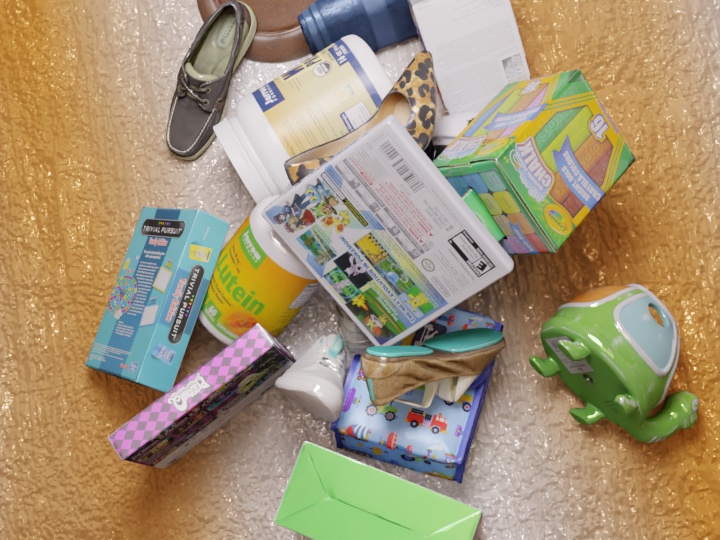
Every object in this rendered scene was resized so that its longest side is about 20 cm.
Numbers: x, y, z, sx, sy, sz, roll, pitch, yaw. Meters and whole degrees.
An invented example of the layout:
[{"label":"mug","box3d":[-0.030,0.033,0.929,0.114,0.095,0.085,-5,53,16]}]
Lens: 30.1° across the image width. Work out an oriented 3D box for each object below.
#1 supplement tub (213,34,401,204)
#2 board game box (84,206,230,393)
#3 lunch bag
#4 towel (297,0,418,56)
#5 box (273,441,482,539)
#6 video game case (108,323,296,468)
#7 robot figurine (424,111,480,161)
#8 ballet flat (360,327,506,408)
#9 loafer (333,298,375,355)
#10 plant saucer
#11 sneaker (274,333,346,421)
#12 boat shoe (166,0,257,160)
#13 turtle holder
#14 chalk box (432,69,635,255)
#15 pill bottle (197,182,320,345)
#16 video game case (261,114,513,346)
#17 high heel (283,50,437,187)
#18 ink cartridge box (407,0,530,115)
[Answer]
[{"label":"supplement tub","box3d":[-0.054,-0.163,1.536,0.199,0.144,0.145,-31,78,-1]},{"label":"board game box","box3d":[-0.232,0.030,1.521,0.047,0.151,0.201,24,80,-32]},{"label":"lunch bag","box3d":[0.069,0.117,1.512,0.150,0.094,0.201,14,69,10]},{"label":"towel","box3d":[0.027,-0.308,1.572,0.199,0.112,0.049,-21,67,2]},{"label":"box","box3d":[0.024,0.267,1.431,0.199,0.177,0.097,20,82,10]},{"label":"video game case","box3d":[-0.166,0.142,1.473,0.200,0.181,0.036,-37,78,-1]},{"label":"robot figurine","box3d":[0.116,-0.079,1.508,0.124,0.150,0.201,12,78,16]},{"label":"ballet flat","box3d":[0.078,0.108,1.424,0.068,0.199,0.073,12,104,43]},{"label":"loafer","box3d":[0.000,0.000,1.509,0.069,0.070,0.201,-12,51,6]},{"label":"plant saucer","box3d":[-0.107,-0.355,1.635,0.199,0.034,0.202,-1,80,6]},{"label":"sneaker","box3d":[-0.044,0.109,1.457,0.075,0.200,0.089,34,84,-6]},{"label":"boat shoe","box3d":[-0.187,-0.230,1.588,0.071,0.066,0.202,26,96,12]},{"label":"turtle holder","box3d":[0.291,0.098,1.456,0.185,0.141,0.132,40,68,20]},{"label":"chalk box","box3d":[0.165,-0.096,1.396,0.200,0.124,0.125,-48,113,-25]},{"label":"pill bottle","box3d":[-0.092,-0.012,1.485,0.111,0.111,0.200,48,122,12]},{"label":"video game case","box3d":[0.027,-0.033,1.367,0.182,0.022,0.200,-33,106,29]},{"label":"high heel","box3d":[0.003,-0.157,1.411,0.142,0.071,0.201,21,87,-36]},{"label":"ink cartridge box","box3d":[0.134,-0.244,1.551,0.108,0.050,0.201,-21,122,2]}]
